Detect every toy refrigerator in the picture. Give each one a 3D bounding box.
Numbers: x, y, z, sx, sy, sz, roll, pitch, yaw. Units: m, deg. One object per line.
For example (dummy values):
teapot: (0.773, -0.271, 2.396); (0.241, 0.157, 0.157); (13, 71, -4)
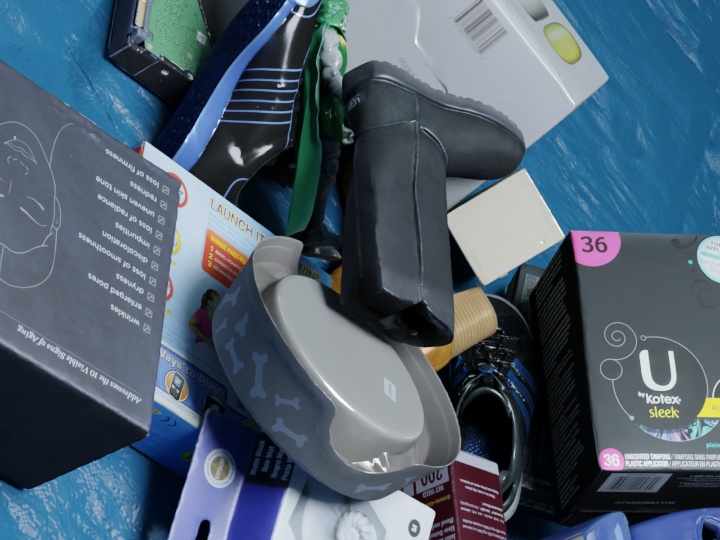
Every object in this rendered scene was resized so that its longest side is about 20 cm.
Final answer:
toy refrigerator: (0.113, -0.033, 1.890); (0.070, 0.076, 0.200); (59, 2, -1)

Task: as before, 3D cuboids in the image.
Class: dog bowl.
dog bowl: (-0.020, 0.071, 1.606); (0.200, 0.059, 0.200); (41, 22, -20)

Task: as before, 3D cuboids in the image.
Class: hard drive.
hard drive: (-0.105, -0.169, 1.811); (0.200, 0.038, 0.140); (35, 44, -36)

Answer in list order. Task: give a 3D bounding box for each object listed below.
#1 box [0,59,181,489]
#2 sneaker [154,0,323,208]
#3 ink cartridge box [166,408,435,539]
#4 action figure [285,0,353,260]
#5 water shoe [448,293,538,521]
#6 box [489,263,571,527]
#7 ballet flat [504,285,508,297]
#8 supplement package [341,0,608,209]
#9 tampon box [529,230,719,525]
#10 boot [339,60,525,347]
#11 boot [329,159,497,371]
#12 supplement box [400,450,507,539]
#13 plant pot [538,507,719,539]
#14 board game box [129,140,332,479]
box: (-0.229, -0.002, 1.470); (0.200, 0.124, 0.197); (35, 43, -36)
sneaker: (-0.074, -0.132, 1.730); (0.078, 0.070, 0.200); (36, 87, -27)
ink cartridge box: (-0.048, 0.218, 1.588); (0.200, 0.041, 0.200); (30, 67, -37)
action figure: (-0.027, -0.111, 1.765); (0.054, 0.118, 0.201); (4, 77, -6)
water shoe: (0.105, 0.098, 1.818); (0.079, 0.071, 0.201); (89, 2, -61)
box: (0.181, 0.107, 1.904); (0.157, 0.051, 0.201); (15, 62, -5)
ballet flat: (0.170, 0.092, 1.966); (0.067, 0.070, 0.201); (52, 27, -63)
supplement package: (0.077, -0.174, 1.887); (0.191, 0.147, 0.200); (52, 17, -1)
tampon box: (0.226, 0.084, 1.825); (0.149, 0.126, 0.201); (1, 65, -13)
boot: (0.056, -0.036, 1.692); (0.165, 0.066, 0.200); (20, 48, -30)
boot: (0.000, 0.001, 1.815); (0.144, 0.071, 0.201); (-19, 59, -32)
supplement box: (0.053, 0.241, 1.697); (0.061, 0.109, 0.201); (22, 52, -44)
plant pot: (0.189, 0.291, 1.773); (0.179, 0.200, 0.201); (13, 59, -41)
board game box: (-0.113, 0.043, 1.651); (0.200, 0.056, 0.196); (37, 43, -34)
